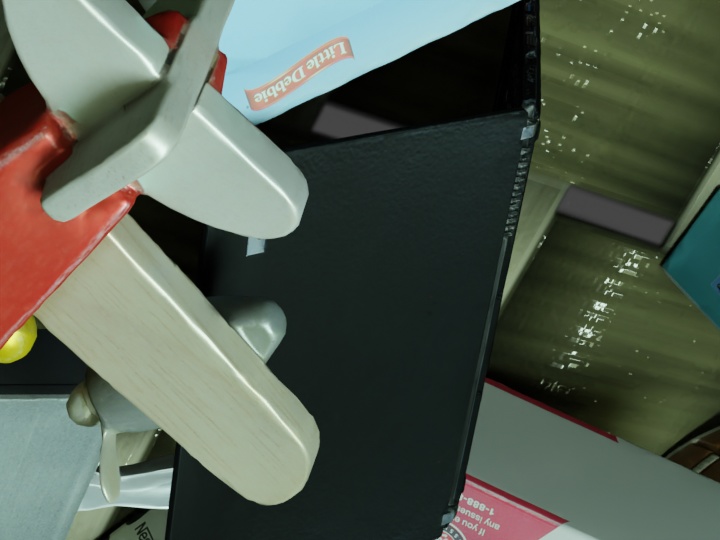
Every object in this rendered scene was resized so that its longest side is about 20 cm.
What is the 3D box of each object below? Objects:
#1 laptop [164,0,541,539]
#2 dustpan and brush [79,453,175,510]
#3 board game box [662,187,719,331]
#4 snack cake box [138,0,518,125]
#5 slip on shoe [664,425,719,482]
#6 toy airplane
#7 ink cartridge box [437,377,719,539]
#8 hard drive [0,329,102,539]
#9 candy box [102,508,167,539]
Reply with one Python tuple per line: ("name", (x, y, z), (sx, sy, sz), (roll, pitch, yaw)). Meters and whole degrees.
("laptop", (0.000, 0.000, 0.734), (0.102, 0.200, 0.178), (9, 121, -1))
("dustpan and brush", (-0.136, 0.077, 0.768), (0.199, 0.057, 0.140), (-7, 125, -23))
("board game box", (0.232, 0.059, 0.855), (0.150, 0.200, 0.047), (24, 109, -37))
("snack cake box", (0.018, -0.136, 0.665), (0.199, 0.115, 0.067), (-27, 130, -9))
("slip on shoe", (0.147, 0.140, 0.947), (0.200, 0.076, 0.061), (-39, 126, 6))
("toy airplane", (-0.107, -0.020, 0.572), (0.197, 0.141, 0.201), (0, 118, -5))
("ink cartridge box", (0.062, 0.165, 0.870), (0.084, 0.144, 0.201), (-44, 155, -59))
("hard drive", (-0.175, 0.100, 0.712), (0.139, 0.033, 0.201), (1, 135, -30))
("candy box", (-0.107, 0.191, 0.813), (0.200, 0.137, 0.061), (-37, 131, -1))
